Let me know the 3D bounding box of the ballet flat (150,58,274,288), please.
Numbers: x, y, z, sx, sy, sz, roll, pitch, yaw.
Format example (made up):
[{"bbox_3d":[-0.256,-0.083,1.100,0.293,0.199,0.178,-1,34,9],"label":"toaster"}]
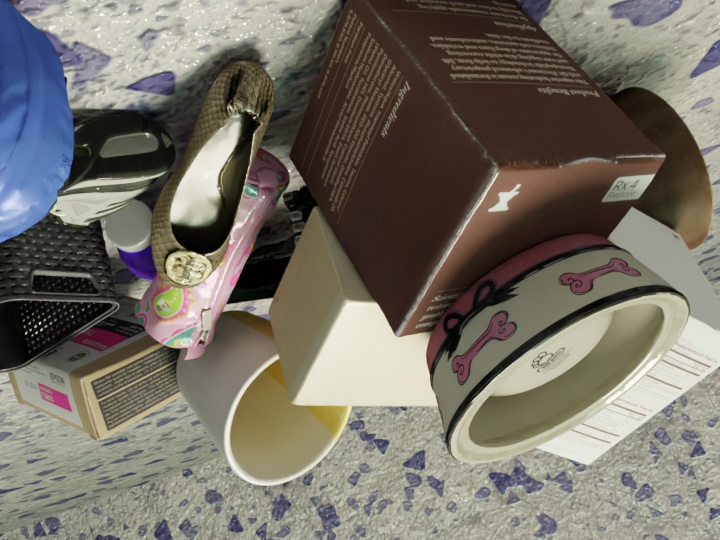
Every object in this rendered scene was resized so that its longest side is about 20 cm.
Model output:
[{"bbox_3d":[-0.115,-0.067,0.657,0.067,0.046,0.201,13,115,-29],"label":"ballet flat"}]

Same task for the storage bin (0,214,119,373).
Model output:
[{"bbox_3d":[-0.345,0.025,0.807,0.200,0.094,0.135,-29,161,31],"label":"storage bin"}]

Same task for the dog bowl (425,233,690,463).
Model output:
[{"bbox_3d":[0.135,0.055,0.618,0.199,0.074,0.201,-21,147,-14],"label":"dog bowl"}]

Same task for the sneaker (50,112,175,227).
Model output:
[{"bbox_3d":[-0.251,-0.062,0.648,0.200,0.076,0.115,-9,160,-37],"label":"sneaker"}]

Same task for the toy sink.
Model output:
[{"bbox_3d":[0.040,0.032,0.717,0.199,0.112,0.131,4,135,-25],"label":"toy sink"}]

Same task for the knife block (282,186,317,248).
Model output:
[{"bbox_3d":[0.000,0.000,0.794,0.064,0.201,0.176,-22,-167,15],"label":"knife block"}]

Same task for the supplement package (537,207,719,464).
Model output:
[{"bbox_3d":[0.214,0.054,0.801,0.150,0.152,0.200,22,126,-28],"label":"supplement package"}]

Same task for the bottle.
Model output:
[{"bbox_3d":[-0.197,-0.019,0.858,0.083,0.066,0.200,4,166,10],"label":"bottle"}]

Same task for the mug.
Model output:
[{"bbox_3d":[-0.096,0.111,0.863,0.186,0.150,0.153,-7,-157,-39],"label":"mug"}]

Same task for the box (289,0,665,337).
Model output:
[{"bbox_3d":[0.074,-0.086,0.631,0.165,0.200,0.165,-6,140,-34],"label":"box"}]

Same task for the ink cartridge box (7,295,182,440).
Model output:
[{"bbox_3d":[-0.278,0.100,0.941,0.199,0.076,0.164,7,-154,44],"label":"ink cartridge box"}]

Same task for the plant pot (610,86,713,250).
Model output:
[{"bbox_3d":[0.231,-0.070,0.897,0.199,0.188,0.187,-24,165,-8],"label":"plant pot"}]

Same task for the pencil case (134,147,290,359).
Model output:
[{"bbox_3d":[-0.136,-0.019,0.760,0.087,0.087,0.201,0,126,-47],"label":"pencil case"}]

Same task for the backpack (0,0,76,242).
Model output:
[{"bbox_3d":[-0.265,-0.075,0.440,0.199,0.163,0.168,-19,161,6],"label":"backpack"}]

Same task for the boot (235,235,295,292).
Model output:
[{"bbox_3d":[-0.045,-0.014,0.970,0.199,0.070,0.132,-20,-175,2],"label":"boot"}]

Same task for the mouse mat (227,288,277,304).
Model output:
[{"bbox_3d":[-0.110,0.024,1.003,0.160,0.008,0.200,-8,-175,0],"label":"mouse mat"}]
